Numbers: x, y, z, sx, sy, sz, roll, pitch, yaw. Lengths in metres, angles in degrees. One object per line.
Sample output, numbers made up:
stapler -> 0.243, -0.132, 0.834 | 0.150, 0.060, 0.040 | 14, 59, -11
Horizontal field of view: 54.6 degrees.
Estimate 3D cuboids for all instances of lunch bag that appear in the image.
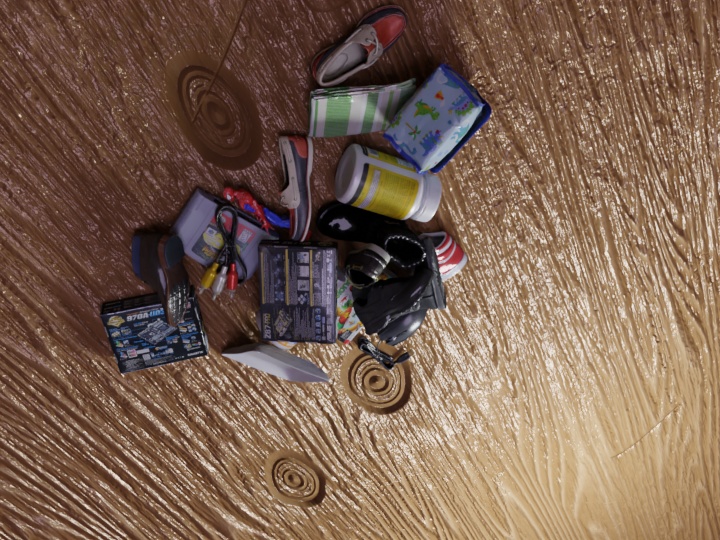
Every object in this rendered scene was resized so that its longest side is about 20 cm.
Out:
lunch bag -> 0.148, -0.278, 1.302 | 0.128, 0.200, 0.170 | 45, 108, 1

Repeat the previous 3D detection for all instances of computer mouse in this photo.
computer mouse -> 0.101, 0.161, 1.656 | 0.199, 0.046, 0.140 | -40, 123, 12

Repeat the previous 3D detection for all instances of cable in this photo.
cable -> -0.259, -0.031, 1.386 | 0.094, 0.051, 0.204 | 7, 122, -20

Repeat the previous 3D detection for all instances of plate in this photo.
plate -> -0.188, 0.203, 1.552 | 0.196, 0.198, 0.033 | 26, 69, -28

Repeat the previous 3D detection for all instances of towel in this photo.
towel -> 0.000, -0.298, 1.296 | 0.194, 0.024, 0.153 | -10, 162, -10

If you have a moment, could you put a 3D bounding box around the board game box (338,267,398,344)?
board game box -> -0.018, 0.063, 1.566 | 0.125, 0.035, 0.201 | 31, 110, -29

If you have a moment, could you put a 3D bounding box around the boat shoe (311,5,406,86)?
boat shoe -> 0.001, -0.396, 1.243 | 0.197, 0.063, 0.072 | -31, 124, 5

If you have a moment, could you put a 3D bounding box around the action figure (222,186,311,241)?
action figure -> -0.189, -0.111, 1.388 | 0.198, 0.065, 0.052 | 34, 94, -31

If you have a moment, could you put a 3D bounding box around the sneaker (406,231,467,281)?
sneaker -> 0.134, -0.004, 1.541 | 0.199, 0.072, 0.113 | -40, 128, 3

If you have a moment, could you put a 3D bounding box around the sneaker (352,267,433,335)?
sneaker -> 0.063, 0.049, 1.432 | 0.198, 0.076, 0.092 | -37, 92, 21

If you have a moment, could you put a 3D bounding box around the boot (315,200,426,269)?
boot -> 0.021, -0.073, 1.410 | 0.205, 0.159, 0.081 | 0, 120, -15

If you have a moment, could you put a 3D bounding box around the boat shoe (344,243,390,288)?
boat shoe -> 0.000, 0.000, 1.403 | 0.071, 0.201, 0.061 | 33, 72, -6

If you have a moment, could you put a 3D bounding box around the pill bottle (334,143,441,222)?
pill bottle -> 0.056, -0.168, 1.386 | 0.195, 0.115, 0.116 | 14, 119, -23

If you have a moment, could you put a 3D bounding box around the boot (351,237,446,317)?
boot -> 0.073, 0.025, 1.493 | 0.194, 0.066, 0.169 | -9, 113, 17

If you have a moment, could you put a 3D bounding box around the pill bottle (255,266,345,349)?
pill bottle -> -0.124, 0.063, 1.490 | 0.111, 0.113, 0.200 | 34, 110, -31

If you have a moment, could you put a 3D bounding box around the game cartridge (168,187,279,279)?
game cartridge -> -0.278, -0.065, 1.412 | 0.197, 0.041, 0.134 | 29, 115, -29

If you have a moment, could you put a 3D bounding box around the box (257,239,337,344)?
box -> -0.124, 0.044, 1.400 | 0.156, 0.049, 0.206 | 1, 108, 3

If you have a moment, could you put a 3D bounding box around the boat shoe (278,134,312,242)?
boat shoe -> -0.129, -0.157, 1.348 | 0.061, 0.071, 0.206 | -3, 104, -24

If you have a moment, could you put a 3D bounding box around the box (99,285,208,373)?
box -> -0.435, 0.127, 1.488 | 0.194, 0.046, 0.163 | -12, 124, -8

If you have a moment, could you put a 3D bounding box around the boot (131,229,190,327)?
boot -> -0.400, 0.011, 1.397 | 0.095, 0.075, 0.205 | 16, 119, 22
